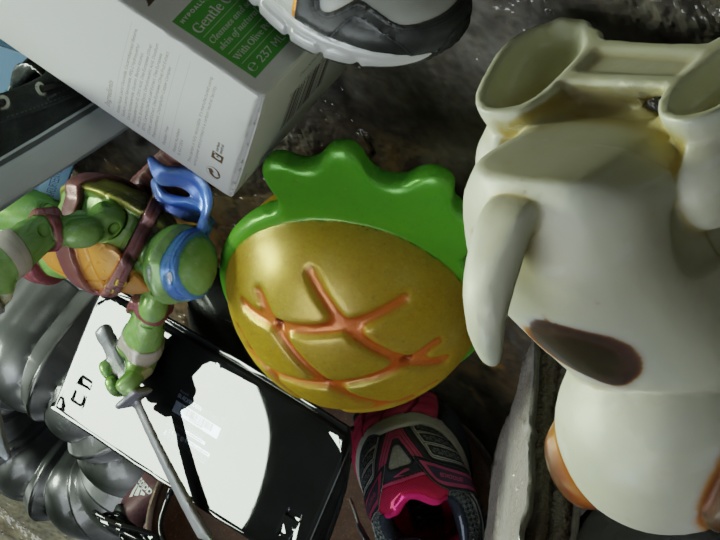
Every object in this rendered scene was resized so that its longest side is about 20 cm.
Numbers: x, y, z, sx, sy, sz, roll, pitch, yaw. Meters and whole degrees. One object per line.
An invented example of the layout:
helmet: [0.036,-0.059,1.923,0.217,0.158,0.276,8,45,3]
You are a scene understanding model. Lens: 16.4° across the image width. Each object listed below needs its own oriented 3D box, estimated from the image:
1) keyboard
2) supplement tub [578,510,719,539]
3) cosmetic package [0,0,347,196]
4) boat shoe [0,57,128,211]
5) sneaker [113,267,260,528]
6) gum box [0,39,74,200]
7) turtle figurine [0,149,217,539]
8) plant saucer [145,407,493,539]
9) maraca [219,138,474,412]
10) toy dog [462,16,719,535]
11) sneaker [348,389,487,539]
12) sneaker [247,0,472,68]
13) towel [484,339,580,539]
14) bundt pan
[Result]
keyboard: [-0.090,0.102,1.311,0.199,0.128,0.021,29,-171,37]
supplement tub: [0.143,0.207,1.307,0.122,0.123,0.201,31,146,13]
cosmetic package: [-0.105,-0.140,1.164,0.199,0.108,0.085,34,145,7]
boat shoe: [-0.145,-0.080,1.195,0.068,0.200,0.057,-28,98,49]
sneaker: [-0.092,0.098,1.404,0.076,0.115,0.201,52,163,48]
gum box: [-0.239,-0.104,1.318,0.198,0.045,0.170,17,150,-9]
turtle figurine: [-0.166,0.019,1.272,0.193,0.143,0.202,25,110,44]
plant saucer: [-0.020,0.131,1.383,0.198,0.037,0.202,-3,126,-4]
maraca: [0.000,0.000,1.216,0.136,0.108,0.200,13,148,-2]
toy dog: [0.125,0.018,1.054,0.139,0.194,0.201,-1,124,29]
sneaker: [0.042,0.160,1.343,0.080,0.075,0.201,-20,126,8]
sneaker: [-0.034,-0.165,1.096,0.199,0.074,0.080,35,144,7]
towel: [0.081,0.136,1.231,0.034,0.201,0.133,9,144,-4]
bundt pan: [-0.182,0.092,1.537,0.201,0.076,0.203,27,145,20]
